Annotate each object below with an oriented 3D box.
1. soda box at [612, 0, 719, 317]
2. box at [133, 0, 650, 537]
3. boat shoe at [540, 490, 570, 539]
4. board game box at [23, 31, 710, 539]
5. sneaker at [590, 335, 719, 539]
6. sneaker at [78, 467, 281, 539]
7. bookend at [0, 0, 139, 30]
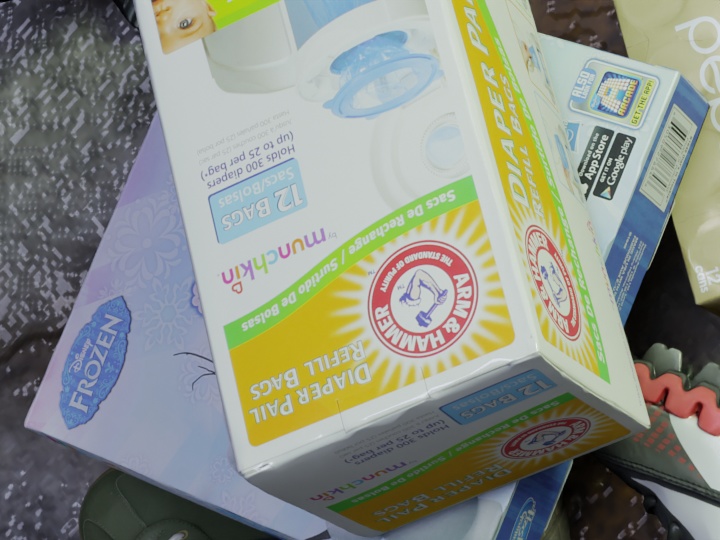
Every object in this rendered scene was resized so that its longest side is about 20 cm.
[{"bbox_3d":[0.136,-0.084,1.004,0.067,0.064,0.201,-19,73,19],"label":"soda box"},{"bbox_3d":[0.008,-0.028,0.909,0.112,0.101,0.201,-22,65,19],"label":"box"},{"bbox_3d":[0.026,0.065,1.024,0.071,0.076,0.201,-23,63,21],"label":"boat shoe"},{"bbox_3d":[0.000,0.000,0.989,0.198,0.043,0.201,20,83,29],"label":"board game box"},{"bbox_3d":[0.142,0.097,0.964,0.200,0.071,0.098,30,91,23],"label":"sneaker"},{"bbox_3d":[-0.042,0.133,1.026,0.200,0.090,0.067,37,97,25],"label":"sneaker"},{"bbox_3d":[-0.142,-0.173,1.024,0.092,0.199,0.199,55,137,22],"label":"bookend"}]
